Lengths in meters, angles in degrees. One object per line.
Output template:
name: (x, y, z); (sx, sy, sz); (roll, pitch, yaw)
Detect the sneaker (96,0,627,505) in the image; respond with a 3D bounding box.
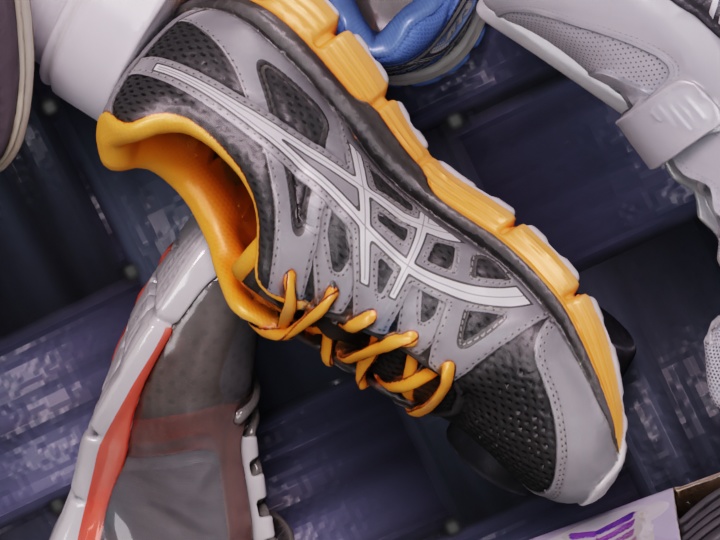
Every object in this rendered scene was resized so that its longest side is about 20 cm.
sneaker: (0.000, 0.000, 0.832); (0.200, 0.078, 0.077); (47, 62, 6)

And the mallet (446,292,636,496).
mallet: (-0.008, 0.004, 0.910); (0.200, 0.041, 0.066); (28, 105, 10)

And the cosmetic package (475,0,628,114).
cosmetic package: (0.147, -0.067, 0.849); (0.200, 0.074, 0.102); (36, 104, 5)

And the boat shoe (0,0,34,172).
boat shoe: (-0.144, -0.113, 0.779); (0.072, 0.065, 0.200); (-3, 110, 15)

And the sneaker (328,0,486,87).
sneaker: (0.024, -0.153, 0.849); (0.077, 0.085, 0.200); (7, 100, 9)

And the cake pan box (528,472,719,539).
cake pan box: (0.170, 0.133, 0.855); (0.184, 0.052, 0.200); (-21, 117, 11)

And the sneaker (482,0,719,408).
sneaker: (0.106, -0.023, 0.780); (0.200, 0.075, 0.115); (25, 90, 3)

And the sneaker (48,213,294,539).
sneaker: (-0.054, 0.068, 0.913); (0.082, 0.077, 0.200); (20, 114, -4)

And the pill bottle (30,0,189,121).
pill bottle: (-0.139, -0.136, 0.867); (0.200, 0.112, 0.112); (34, 103, 4)
